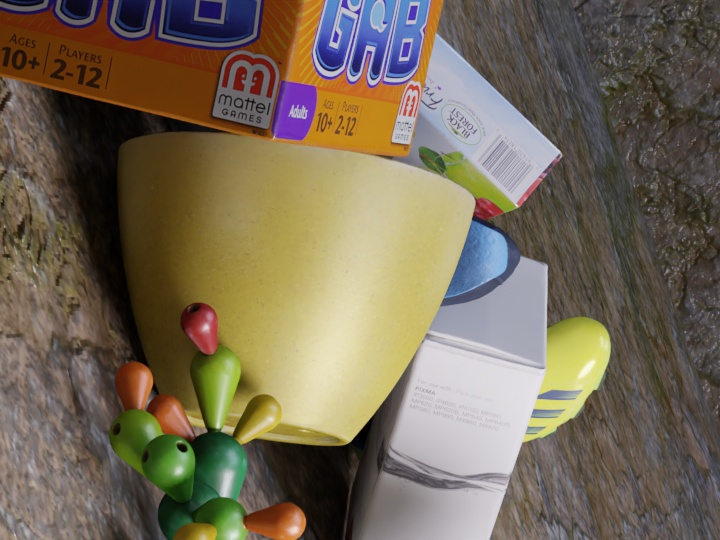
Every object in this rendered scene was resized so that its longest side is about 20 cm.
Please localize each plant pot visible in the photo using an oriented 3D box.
[{"bbox_3d":[-0.044,0.017,1.582,0.200,0.199,0.143,32,64,-69],"label":"plant pot"}]

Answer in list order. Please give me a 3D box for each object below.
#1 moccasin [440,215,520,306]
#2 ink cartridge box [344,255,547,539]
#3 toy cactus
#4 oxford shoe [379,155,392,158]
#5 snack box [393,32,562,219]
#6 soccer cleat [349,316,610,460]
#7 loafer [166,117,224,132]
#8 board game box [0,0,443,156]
[{"bbox_3d":[0.000,0.000,1.721,0.068,0.199,0.081,5,91,-65],"label":"moccasin"},{"bbox_3d":[0.052,0.099,1.801,0.146,0.084,0.201,-82,-174,-63],"label":"ink cartridge box"},{"bbox_3d":[-0.072,0.132,1.465,0.166,0.102,0.201,77,4,-48],"label":"toy cactus"},{"bbox_3d":[-0.018,-0.098,1.679,0.200,0.070,0.075,-126,-129,-75],"label":"oxford shoe"},{"bbox_3d":[0.020,-0.115,1.841,0.200,0.053,0.142,44,-18,-9],"label":"snack box"},{"bbox_3d":[0.073,0.082,1.896,0.084,0.199,0.065,29,45,-44],"label":"soccer cleat"},{"bbox_3d":[-0.104,-0.123,1.753,0.201,0.068,0.070,65,21,-1],"label":"loafer"},{"bbox_3d":[-0.076,-0.178,1.451,0.200,0.199,0.201,-1,104,-71],"label":"board game box"}]
